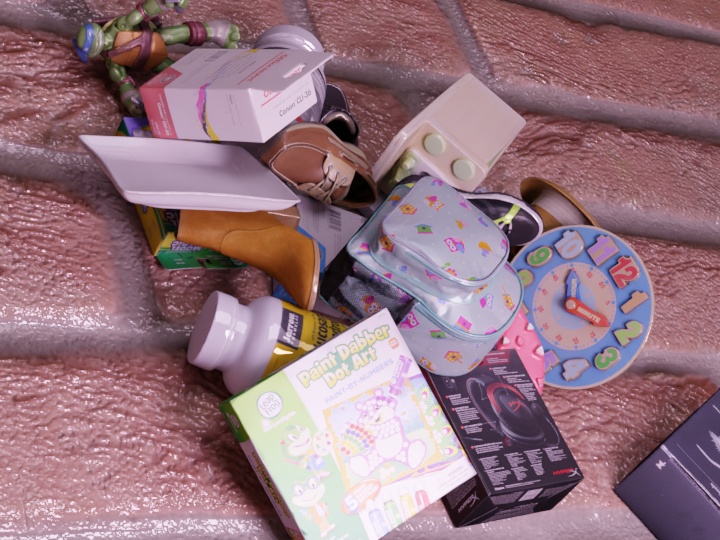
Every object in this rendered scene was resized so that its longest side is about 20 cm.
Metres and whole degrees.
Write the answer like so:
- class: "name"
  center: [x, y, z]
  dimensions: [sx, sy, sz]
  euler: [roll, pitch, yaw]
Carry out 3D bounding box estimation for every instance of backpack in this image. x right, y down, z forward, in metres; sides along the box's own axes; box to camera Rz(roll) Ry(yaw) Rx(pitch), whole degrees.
- class: "backpack"
  center: [0.082, 0.009, 1.628]
  dimensions: [0.200, 0.153, 0.176]
  euler: [42, 39, -1]

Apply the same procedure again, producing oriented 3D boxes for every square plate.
- class: "square plate"
  center: [-0.190, -0.103, 1.605]
  dimensions: [0.197, 0.029, 0.200]
  euler: [2, 21, -26]

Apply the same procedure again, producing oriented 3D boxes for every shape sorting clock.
- class: "shape sorting clock"
  center: [0.258, 0.044, 1.793]
  dimensions: [0.201, 0.200, 0.039]
  euler: [57, 13, 22]

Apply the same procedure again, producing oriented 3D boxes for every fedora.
- class: "fedora"
  center: [0.252, -0.024, 1.898]
  dimensions: [0.082, 0.201, 0.201]
  euler: [-38, 76, -13]

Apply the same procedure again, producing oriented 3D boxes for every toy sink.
- class: "toy sink"
  center: [0.103, -0.136, 1.861]
  dimensions: [0.112, 0.131, 0.200]
  euler: [41, 40, 5]

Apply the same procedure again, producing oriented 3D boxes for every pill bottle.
- class: "pill bottle"
  center: [-0.104, -0.207, 1.824]
  dimensions: [0.115, 0.116, 0.201]
  euler: [25, 41, -13]
- class: "pill bottle"
  center: [-0.076, 0.094, 1.564]
  dimensions: [0.199, 0.112, 0.112]
  euler: [22, 43, -17]

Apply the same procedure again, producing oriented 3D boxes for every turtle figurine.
- class: "turtle figurine"
  center: [-0.226, -0.254, 1.758]
  dimensions: [0.193, 0.199, 0.145]
  euler: [0, 81, -42]

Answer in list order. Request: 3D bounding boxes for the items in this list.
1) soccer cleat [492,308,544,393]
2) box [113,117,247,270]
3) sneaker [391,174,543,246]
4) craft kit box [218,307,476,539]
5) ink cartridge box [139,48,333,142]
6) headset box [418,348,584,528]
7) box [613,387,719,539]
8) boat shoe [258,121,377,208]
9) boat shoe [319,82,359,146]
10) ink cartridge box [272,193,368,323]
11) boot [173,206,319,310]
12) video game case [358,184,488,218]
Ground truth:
- class: "soccer cleat"
  center: [0.170, 0.073, 1.796]
  dimensions: [0.066, 0.076, 0.201]
  euler: [-13, 79, -22]
- class: "box"
  center: [-0.201, -0.087, 1.696]
  dimensions: [0.117, 0.048, 0.201]
  euler: [-2, 55, -35]
- class: "sneaker"
  center: [0.124, -0.051, 1.788]
  dimensions: [0.199, 0.072, 0.083]
  euler: [11, 42, -9]
- class: "craft kit box"
  center: [-0.011, 0.171, 1.493]
  dimensions: [0.199, 0.048, 0.198]
  euler: [-30, 90, -24]
- class: "ink cartridge box"
  center: [-0.132, -0.197, 1.660]
  dimensions: [0.199, 0.068, 0.116]
  euler: [6, 33, 33]
- class: "headset box"
  center: [0.138, 0.176, 1.667]
  dimensions: [0.148, 0.075, 0.201]
  euler: [-4, 55, -38]
- class: "box"
  center: [0.424, 0.249, 1.780]
  dimensions: [0.148, 0.104, 0.200]
  euler: [48, 42, 13]
- class: "boat shoe"
  center: [-0.038, -0.116, 1.709]
  dimensions: [0.200, 0.076, 0.074]
  euler: [10, 40, -58]
- class: "boat shoe"
  center: [-0.032, -0.175, 1.882]
  dimensions: [0.072, 0.065, 0.201]
  euler: [20, 43, -17]
- class: "ink cartridge box"
  center: [0.000, 0.000, 1.739]
  dimensions: [0.199, 0.068, 0.116]
  euler: [19, 44, -19]
- class: "boot"
  center: [-0.126, -0.025, 1.588]
  dimensions: [0.143, 0.071, 0.201]
  euler: [6, 28, -18]
- class: "video game case"
  center: [0.101, -0.075, 1.916]
  dimensions: [0.182, 0.022, 0.200]
  euler: [44, 41, 8]
